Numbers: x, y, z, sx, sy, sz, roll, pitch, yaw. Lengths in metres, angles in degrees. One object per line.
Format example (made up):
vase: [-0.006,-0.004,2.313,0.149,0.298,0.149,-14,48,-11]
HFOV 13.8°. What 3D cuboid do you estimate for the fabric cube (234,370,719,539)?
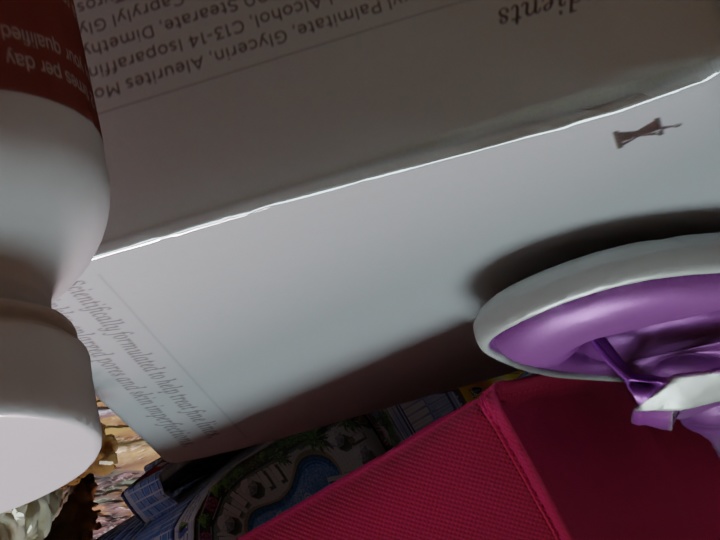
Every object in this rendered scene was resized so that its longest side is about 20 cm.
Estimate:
fabric cube: [0.047,0.154,0.925,0.199,0.196,0.200,-34,168,24]

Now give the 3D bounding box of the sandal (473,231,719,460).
sandal: [0.111,0.028,0.849,0.082,0.050,0.202,-29,157,31]

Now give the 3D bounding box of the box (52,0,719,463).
box: [0.002,-0.051,0.826,0.200,0.131,0.199,-16,161,6]

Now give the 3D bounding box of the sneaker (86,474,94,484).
sneaker: [-0.161,0.063,1.143,0.077,0.111,0.200,16,139,28]

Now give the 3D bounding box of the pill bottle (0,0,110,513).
pill bottle: [-0.117,-0.047,0.646,0.112,0.200,0.112,-13,161,-4]

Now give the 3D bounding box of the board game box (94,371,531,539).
board game box: [-0.019,0.072,1.140,0.200,0.062,0.200,-29,178,-37]

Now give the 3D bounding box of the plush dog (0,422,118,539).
plush dog: [-0.137,0.044,0.903,0.160,0.200,0.172,-20,-165,13]
